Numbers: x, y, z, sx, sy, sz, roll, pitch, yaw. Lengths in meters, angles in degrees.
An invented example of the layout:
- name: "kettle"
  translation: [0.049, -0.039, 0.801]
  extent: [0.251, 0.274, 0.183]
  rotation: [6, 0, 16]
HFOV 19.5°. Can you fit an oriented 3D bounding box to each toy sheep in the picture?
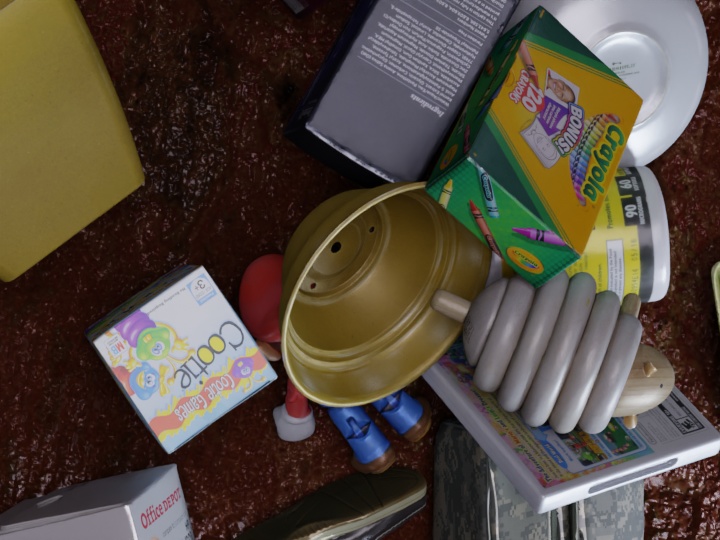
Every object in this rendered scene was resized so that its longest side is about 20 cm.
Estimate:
- name: "toy sheep"
  translation: [0.148, 0.057, 1.625]
  extent: [0.198, 0.138, 0.139]
  rotation: [18, 88, 5]

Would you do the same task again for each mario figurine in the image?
- name: "mario figurine"
  translation: [-0.029, 0.067, 1.744]
  extent: [0.200, 0.106, 0.124]
  rotation: [52, 49, -16]

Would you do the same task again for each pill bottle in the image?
- name: "pill bottle"
  translation: [0.148, -0.020, 1.736]
  extent: [0.198, 0.114, 0.115]
  rotation: [-7, 92, -3]

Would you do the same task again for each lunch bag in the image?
- name: "lunch bag"
  translation: [0.156, 0.211, 1.738]
  extent: [0.166, 0.139, 0.202]
  rotation: [-1, 90, -20]

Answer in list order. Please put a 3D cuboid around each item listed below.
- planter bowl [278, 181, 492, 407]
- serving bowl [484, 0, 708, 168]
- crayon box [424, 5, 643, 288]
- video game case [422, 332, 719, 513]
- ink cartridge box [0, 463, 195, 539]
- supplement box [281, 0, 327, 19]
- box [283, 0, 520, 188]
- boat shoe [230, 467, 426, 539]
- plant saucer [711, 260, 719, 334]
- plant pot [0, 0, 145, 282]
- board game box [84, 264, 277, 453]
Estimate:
- name: "planter bowl"
  translation: [0.000, 0.000, 1.632]
  extent: [0.199, 0.083, 0.202]
  rotation: [-24, 134, -27]
- name: "serving bowl"
  translation: [0.205, -0.165, 1.741]
  extent: [0.198, 0.066, 0.202]
  rotation: [-6, 112, -16]
- name: "crayon box"
  translation: [0.137, -0.097, 1.616]
  extent: [0.119, 0.058, 0.201]
  rotation: [40, 45, -14]
- name: "video game case"
  translation: [0.163, 0.102, 1.695]
  extent: [0.181, 0.200, 0.024]
  rotation: [-14, 134, -28]
- name: "ink cartridge box"
  translation: [-0.202, 0.274, 1.649]
  extent: [0.143, 0.147, 0.202]
  rotation: [-14, 94, 11]
- name: "supplement box"
  translation: [-0.024, -0.274, 1.664]
  extent: [0.110, 0.200, 0.086]
  rotation: [-43, 97, -6]
- name: "box"
  translation: [0.035, -0.171, 1.702]
  extent: [0.104, 0.148, 0.201]
  rotation: [30, 85, -9]
- name: "boat shoe"
  translation: [-0.032, 0.228, 1.739]
  extent: [0.200, 0.072, 0.066]
  rotation: [-24, 115, -18]
- name: "plant saucer"
  translation: [0.403, 0.076, 1.818]
  extent: [0.198, 0.048, 0.202]
  rotation: [-9, 93, -9]
- name: "plant pot"
  translation: [-0.279, -0.108, 1.635]
  extent: [0.199, 0.200, 0.177]
  rotation: [-37, 107, -7]
- name: "board game box"
  translation: [-0.146, 0.064, 1.647]
  extent: [0.105, 0.200, 0.103]
  rotation: [-35, 96, -8]
